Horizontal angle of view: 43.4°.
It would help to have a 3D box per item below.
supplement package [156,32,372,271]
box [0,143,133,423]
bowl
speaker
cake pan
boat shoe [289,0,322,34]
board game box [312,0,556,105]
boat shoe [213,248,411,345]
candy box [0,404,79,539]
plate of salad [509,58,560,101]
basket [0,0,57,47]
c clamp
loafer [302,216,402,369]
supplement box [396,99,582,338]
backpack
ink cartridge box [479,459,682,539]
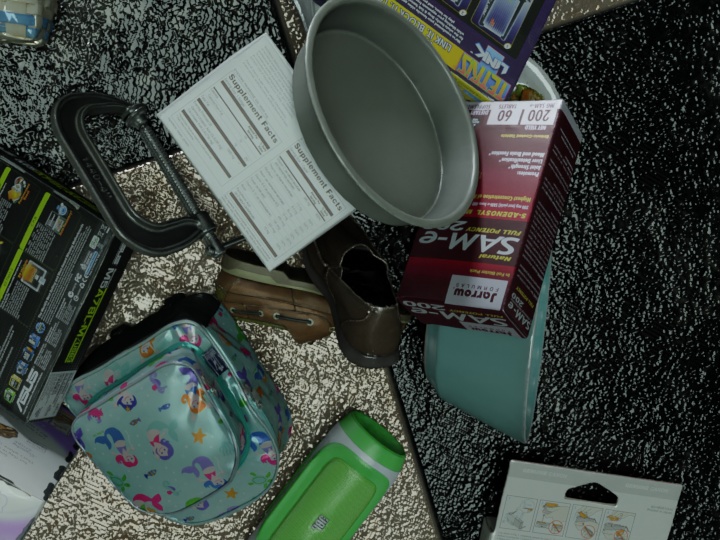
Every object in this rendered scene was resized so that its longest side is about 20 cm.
[{"bbox_3d":[-0.081,-0.110,0.807,0.110,0.200,0.157,-35,102,2],"label":"supplement package"},{"bbox_3d":[-0.328,0.007,0.848,0.192,0.047,0.202,29,97,20],"label":"box"},{"bbox_3d":[0.123,0.057,0.873,0.104,0.201,0.204,7,100,13],"label":"bowl"},{"bbox_3d":[-0.040,0.246,0.932,0.088,0.088,0.201,36,95,-10],"label":"speaker"},{"bbox_3d":[0.020,-0.124,0.734,0.037,0.200,0.201,-25,105,40],"label":"cake pan"},{"bbox_3d":[-0.065,-0.296,0.847,0.068,0.072,0.203,-12,104,13],"label":"boat shoe"},{"bbox_3d":[0.080,-0.266,0.832,0.199,0.057,0.167,31,81,-19],"label":"board game box"},{"bbox_3d":[-0.049,0.037,0.907,0.197,0.072,0.069,17,103,2],"label":"boat shoe"},{"bbox_3d":[-0.353,0.159,0.831,0.167,0.200,0.072,33,96,-9],"label":"candy box"},{"bbox_3d":[0.112,-0.128,0.899,0.197,0.048,0.203,-1,101,-5],"label":"plate of salad"},{"bbox_3d":[-0.337,-0.303,0.781,0.174,0.139,0.203,6,105,-11],"label":"basket"},{"bbox_3d":[-0.196,-0.088,0.851,0.027,0.171,0.201,-34,91,35],"label":"c clamp"},{"bbox_3d":[0.000,0.000,0.842,0.072,0.201,0.072,0,129,-24],"label":"loafer"},{"bbox_3d":[0.115,-0.049,0.795,0.061,0.108,0.202,40,62,-50],"label":"supplement box"},{"bbox_3d":[-0.166,0.147,0.876,0.176,0.151,0.201,-29,110,14],"label":"backpack"},{"bbox_3d":[0.232,0.293,0.983,0.197,0.045,0.179,10,99,-7],"label":"ink cartridge box"}]
